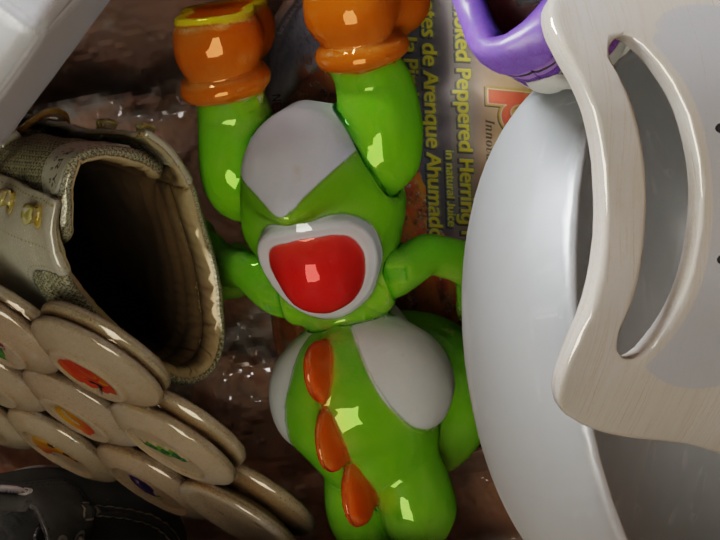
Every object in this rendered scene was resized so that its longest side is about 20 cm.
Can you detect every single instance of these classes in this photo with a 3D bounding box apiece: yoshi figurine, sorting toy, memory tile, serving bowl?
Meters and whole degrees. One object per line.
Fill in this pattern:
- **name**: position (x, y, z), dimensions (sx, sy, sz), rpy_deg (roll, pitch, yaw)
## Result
- **yoshi figurine**: position (-0.001, -0.002, 0.842), dimensions (0.111, 0.112, 0.201), rpy_deg (-16, 99, -29)
- **sorting toy**: position (0.126, -0.024, 0.731), dimensions (0.107, 0.179, 0.201), rpy_deg (3, 97, 54)
- **memory tile**: position (-0.118, 0.042, 0.863), dimensions (0.199, 0.017, 0.153), rpy_deg (15, 156, 39)
- **serving bowl**: position (0.083, 0.024, 0.811), dimensions (0.065, 0.200, 0.201), rpy_deg (-7, 113, 27)

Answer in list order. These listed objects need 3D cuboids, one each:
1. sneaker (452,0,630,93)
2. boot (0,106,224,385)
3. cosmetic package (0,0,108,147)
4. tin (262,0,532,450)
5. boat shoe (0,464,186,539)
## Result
- **sneaker**: position (0.045, -0.154, 0.719), dimensions (0.080, 0.083, 0.201), rpy_deg (-12, 91, 22)
- **boot**: position (-0.132, -0.048, 0.836), dimensions (0.154, 0.072, 0.201), rpy_deg (8, 132, 57)
- **cosmetic package**: position (-0.177, -0.077, 0.676), dimensions (0.167, 0.167, 0.200), rpy_deg (39, 119, -6)
- **tin**: position (0.022, -0.027, 0.882), dimensions (0.111, 0.042, 0.201), rpy_deg (3, 114, 13)
- **boat shoe**: position (-0.158, 0.111, 0.921), dimensions (0.199, 0.057, 0.067), rpy_deg (8, 109, -23)
